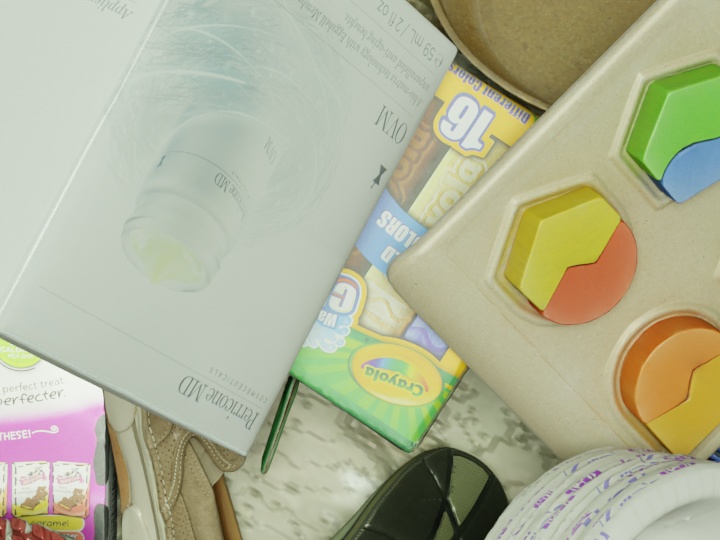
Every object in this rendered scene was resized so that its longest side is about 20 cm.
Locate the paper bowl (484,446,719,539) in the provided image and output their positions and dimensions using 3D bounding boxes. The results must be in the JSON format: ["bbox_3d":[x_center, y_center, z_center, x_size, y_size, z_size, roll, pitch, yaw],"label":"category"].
[{"bbox_3d":[0.110,0.176,1.170,0.200,0.104,0.202,-4,96,-41],"label":"paper bowl"}]

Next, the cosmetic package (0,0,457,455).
[{"bbox_3d":[-0.088,-0.056,1.095,0.123,0.199,0.201,27,87,31],"label":"cosmetic package"}]

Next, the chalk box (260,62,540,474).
[{"bbox_3d":[0.000,0.000,1.245,0.124,0.125,0.200,35,89,-3],"label":"chalk box"}]

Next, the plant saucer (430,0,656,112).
[{"bbox_3d":[0.127,-0.130,1.249,0.199,0.036,0.201,1,53,-1],"label":"plant saucer"}]

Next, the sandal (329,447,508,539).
[{"bbox_3d":[-0.010,0.160,1.268,0.201,0.057,0.080,-36,95,-29],"label":"sandal"}]

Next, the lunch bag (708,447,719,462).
[{"bbox_3d":[0.187,0.013,1.275,0.199,0.082,0.161,29,93,-2],"label":"lunch bag"}]

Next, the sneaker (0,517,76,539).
[{"bbox_3d":[-0.161,0.176,1.235,0.082,0.200,0.078,17,52,-23],"label":"sneaker"}]

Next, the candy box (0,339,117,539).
[{"bbox_3d":[-0.181,0.043,1.272,0.136,0.061,0.201,1,92,-1],"label":"candy box"}]

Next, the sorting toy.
[{"bbox_3d":[0.137,-0.007,1.178,0.200,0.036,0.185,-43,120,4],"label":"sorting toy"}]

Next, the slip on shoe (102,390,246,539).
[{"bbox_3d":[-0.082,0.078,1.254,0.060,0.076,0.201,-1,107,4],"label":"slip on shoe"}]
